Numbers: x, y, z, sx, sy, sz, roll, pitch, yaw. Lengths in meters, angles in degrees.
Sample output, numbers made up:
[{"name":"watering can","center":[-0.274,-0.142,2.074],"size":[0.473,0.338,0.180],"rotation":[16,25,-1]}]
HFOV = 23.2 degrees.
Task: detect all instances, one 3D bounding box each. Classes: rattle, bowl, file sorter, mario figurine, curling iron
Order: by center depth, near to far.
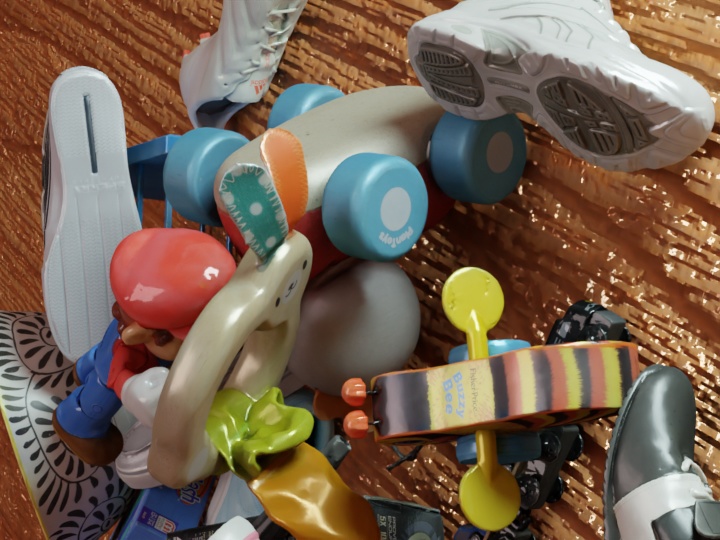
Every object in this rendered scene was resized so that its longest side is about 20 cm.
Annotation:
[{"name":"rattle","center":[-0.029,0.045,0.961],"size":[0.142,0.130,0.202],"rotation":[33,104,31]},{"name":"curling iron","center":[-0.077,0.173,1.043],"size":[0.200,0.050,0.026],"rotation":[-43,44,8]},{"name":"mario figurine","center":[-0.119,0.053,1.088],"size":[0.200,0.105,0.125],"rotation":[-48,53,50]},{"name":"file sorter","center":[-0.127,-0.019,1.288],"size":[0.199,0.137,0.124],"rotation":[-9,79,56]},{"name":"bowl","center":[-0.208,0.108,1.290],"size":[0.201,0.093,0.203],"rotation":[161,90,-80]}]

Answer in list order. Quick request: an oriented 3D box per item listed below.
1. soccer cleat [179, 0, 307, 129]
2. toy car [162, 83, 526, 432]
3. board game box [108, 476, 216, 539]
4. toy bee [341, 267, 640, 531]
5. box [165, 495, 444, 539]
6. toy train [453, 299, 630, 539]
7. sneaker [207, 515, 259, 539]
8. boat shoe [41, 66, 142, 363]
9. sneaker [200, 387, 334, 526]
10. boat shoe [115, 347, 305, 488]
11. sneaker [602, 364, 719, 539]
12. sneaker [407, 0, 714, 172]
[{"name":"soccer cleat","center":[-0.082,-0.172,1.323],"size":[0.200,0.069,0.078],"rotation":[-46,50,52]},{"name":"toy car","center":[0.000,0.000,1.104],"size":[0.183,0.176,0.202],"rotation":[12,121,44]},{"name":"board game box","center":[-0.160,0.205,1.293],"size":[0.201,0.045,0.153],"rotation":[-58,8,37]},{"name":"toy bee","center":[0.049,0.079,0.944],"size":[0.200,0.108,0.132],"rotation":[-44,55,37]},{"name":"box","center":[-0.032,0.251,1.069],"size":[0.162,0.086,0.203],"rotation":[-16,68,33]},{"name":"toy train","center":[0.095,0.108,0.991],"size":[0.046,0.034,0.202],"rotation":[34,112,36]},{"name":"sneaker","center":[-0.080,0.244,0.993],"size":[0.104,0.075,0.202],"rotation":[29,102,11]},{"name":"boat shoe","center":[-0.183,-0.036,1.204],"size":[0.071,0.071,0.203],"rotation":[179,92,-78]},{"name":"sneaker","center":[-0.063,0.177,1.192],"size":[0.082,0.073,0.203],"rotation":[7,89,62]},{"name":"boat shoe","center":[-0.098,0.073,1.188],"size":[0.199,0.069,0.072],"rotation":[-33,29,18]},{"name":"sneaker","center":[0.165,0.144,0.858],"size":[0.088,0.074,0.203],"rotation":[-6,69,34]},{"name":"sneaker","center":[0.122,-0.124,0.978],"size":[0.199,0.099,0.078],"rotation":[26,149,37]}]
